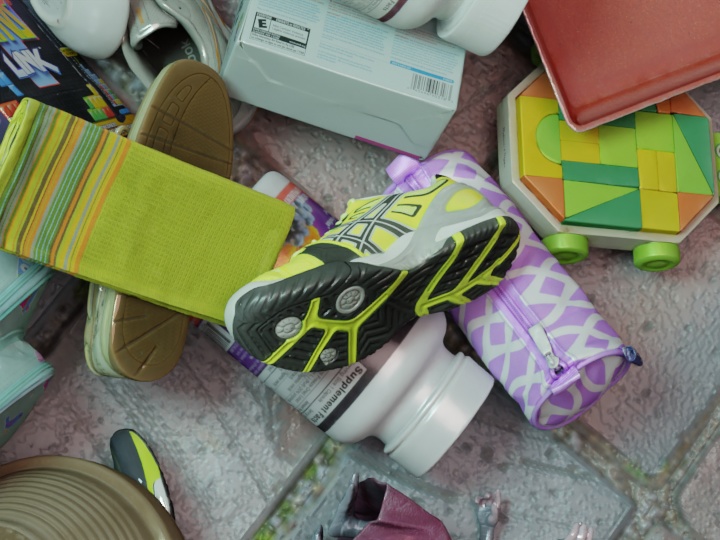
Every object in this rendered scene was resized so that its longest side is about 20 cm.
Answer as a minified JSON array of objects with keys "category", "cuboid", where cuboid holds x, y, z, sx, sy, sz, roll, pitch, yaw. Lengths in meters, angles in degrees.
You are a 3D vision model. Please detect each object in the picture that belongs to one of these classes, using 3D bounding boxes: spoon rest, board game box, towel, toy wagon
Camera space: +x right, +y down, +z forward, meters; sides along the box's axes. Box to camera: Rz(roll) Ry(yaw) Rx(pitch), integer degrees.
[{"category":"spoon rest","cuboid":[-0.206,-0.222,1.287,0.060,0.100,0.200,-22,60,-37]},{"category":"board game box","cuboid":[-0.230,-0.122,1.217,0.057,0.200,0.166,-40,91,14]},{"category":"towel","cuboid":[-0.128,-0.028,1.149,0.199,0.018,0.087,21,95,-37]},{"category":"toy wagon","cuboid":[0.190,-0.079,1.352,0.198,0.040,0.157,5,71,-16]},{"category":"board game box","cuboid":[-0.001,-0.187,1.300,0.146,0.064,0.202,18,56,-9]}]

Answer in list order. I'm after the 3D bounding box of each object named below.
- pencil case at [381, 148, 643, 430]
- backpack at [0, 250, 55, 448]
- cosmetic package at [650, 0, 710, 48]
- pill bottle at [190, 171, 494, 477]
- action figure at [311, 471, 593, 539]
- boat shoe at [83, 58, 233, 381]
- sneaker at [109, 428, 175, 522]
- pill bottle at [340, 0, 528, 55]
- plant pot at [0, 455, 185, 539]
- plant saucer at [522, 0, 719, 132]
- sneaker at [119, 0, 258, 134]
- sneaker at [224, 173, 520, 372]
[{"category":"pencil case","cuboid":[0.091,0.012,1.280,0.084,0.085,0.200,-46,63,16]},{"category":"backpack","cuboid":[-0.270,0.052,1.193,0.153,0.176,0.201,37,67,-4]},{"category":"cosmetic package","cuboid":[0.202,-0.271,1.396,0.150,0.052,0.201,30,77,-7]},{"category":"pill bottle","cuboid":[-0.015,0.039,1.272,0.199,0.111,0.112,39,76,-2]},{"category":"action figure","cuboid":[0.065,0.207,1.247,0.198,0.134,0.150,25,82,-6]},{"category":"boat shoe","cuboid":[-0.132,-0.033,1.213,0.073,0.062,0.202,23,75,-35]},{"category":"sneaker","cuboid":[-0.155,0.200,1.242,0.080,0.074,0.202,-1,78,-6]},{"category":"pill bottle","cuboid":[0.009,-0.216,1.209,0.198,0.109,0.111,24,77,-14]},{"category":"plant pot","cuboid":[-0.203,0.205,1.179,0.199,0.093,0.203,-5,73,17]},{"category":"plant saucer","cuboid":[0.185,-0.214,1.335,0.198,0.037,0.202,-21,87,-17]},{"category":"sneaker","cuboid":[-0.136,-0.180,1.288,0.075,0.092,0.201,-33,85,15]},{"category":"sneaker","cuboid":[0.000,0.000,1.200,0.198,0.076,0.076,-19,45,-29]}]
